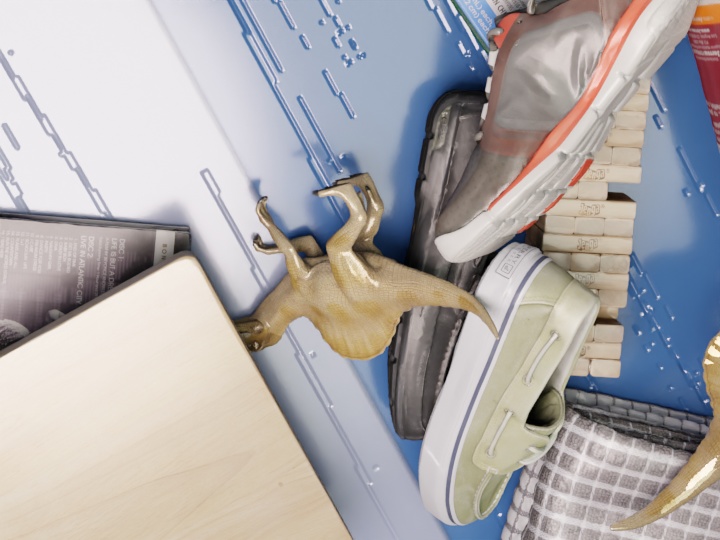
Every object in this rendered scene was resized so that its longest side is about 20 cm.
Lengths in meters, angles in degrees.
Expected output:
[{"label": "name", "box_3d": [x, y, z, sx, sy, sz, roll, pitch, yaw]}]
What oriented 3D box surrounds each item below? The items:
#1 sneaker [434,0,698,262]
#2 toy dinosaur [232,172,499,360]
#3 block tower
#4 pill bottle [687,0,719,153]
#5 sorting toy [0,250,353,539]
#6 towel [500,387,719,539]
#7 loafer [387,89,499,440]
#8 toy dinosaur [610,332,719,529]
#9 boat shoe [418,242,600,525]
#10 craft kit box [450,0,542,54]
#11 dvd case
[{"label": "sneaker", "box_3d": [0.095, -0.096, 1.200, 0.082, 0.077, 0.200, 40, 95, 15]}, {"label": "toy dinosaur", "box_3d": [0.000, 0.000, 1.233, 0.199, 0.058, 0.102, -8, 99, 38]}, {"label": "block tower", "box_3d": [0.126, -0.044, 1.266, 0.054, 0.058, 0.202, 3, 100, -8]}, {"label": "pill bottle", "box_3d": [0.253, -0.083, 1.243, 0.113, 0.114, 0.201, -18, 103, -3]}, {"label": "sorting toy", "box_3d": [-0.135, 0.116, 1.244, 0.199, 0.070, 0.200, -28, 105, 0]}, {"label": "towel", "box_3d": [0.182, 0.171, 1.303, 0.199, 0.086, 0.167, 14, 100, -10]}, {"label": "loafer", "box_3d": [0.058, 0.000, 1.260, 0.070, 0.068, 0.202, 10, 98, -3]}, {"label": "toy dinosaur", "box_3d": [0.227, 0.077, 1.224, 0.101, 0.058, 0.201, 34, 105, 7]}, {"label": "boat shoe", "box_3d": [0.080, 0.076, 1.239, 0.062, 0.072, 0.201, 31, 136, 21]}, {"label": "craft kit box", "box_3d": [0.093, -0.254, 1.225, 0.197, 0.049, 0.200, -35, 103, 3]}, {"label": "dvd case", "box_3d": [-0.200, 0.042, 1.263, 0.198, 0.016, 0.150, 4, 101, -8]}]
